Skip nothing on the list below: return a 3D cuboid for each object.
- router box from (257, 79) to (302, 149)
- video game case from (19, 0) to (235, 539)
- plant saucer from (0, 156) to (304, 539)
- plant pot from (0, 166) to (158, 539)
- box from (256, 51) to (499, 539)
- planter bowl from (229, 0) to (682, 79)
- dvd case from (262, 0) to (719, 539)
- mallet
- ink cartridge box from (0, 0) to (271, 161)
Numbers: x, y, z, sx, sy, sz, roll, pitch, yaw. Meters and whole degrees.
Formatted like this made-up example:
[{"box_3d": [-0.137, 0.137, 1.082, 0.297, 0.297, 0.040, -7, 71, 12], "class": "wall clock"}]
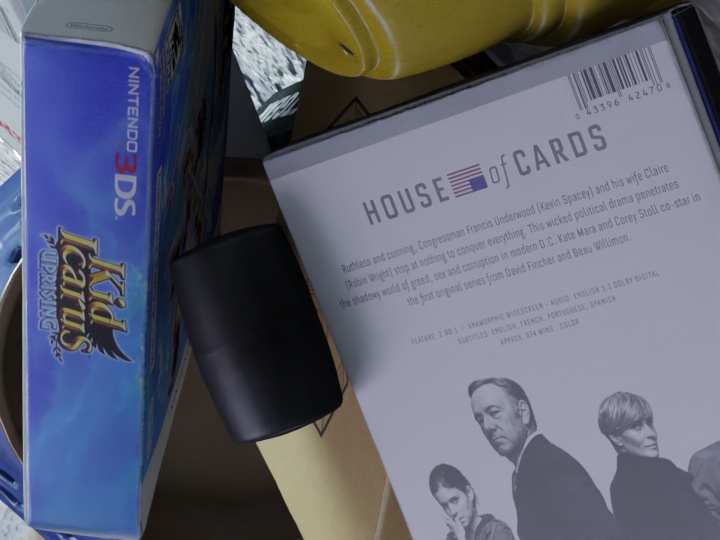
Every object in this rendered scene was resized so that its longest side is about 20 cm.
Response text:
[{"box_3d": [0.016, -0.024, 1.012, 0.149, 0.051, 0.200, 45, 169, -10], "class": "router box"}, {"box_3d": [-0.076, -0.041, 0.754, 0.045, 0.181, 0.200, 7, 128, 1], "class": "video game case"}, {"box_3d": [-0.058, 0.037, 0.936, 0.200, 0.200, 0.029, 47, -163, -25], "class": "plant saucer"}, {"box_3d": [-0.101, 0.045, 1.074, 0.200, 0.200, 0.180, 48, 168, -21], "class": "plant pot"}, {"box_3d": [0.000, 0.000, 0.771, 0.021, 0.200, 0.164, 2, -156, -19], "class": "box"}, {"box_3d": [-0.007, -0.116, 0.632, 0.200, 0.083, 0.200, 40, 169, 9], "class": "planter bowl"}, {"box_3d": [0.067, 0.036, 0.652, 0.150, 0.025, 0.200, -17, 98, 35], "class": "dvd case"}, {"box_3d": [-0.044, 0.009, 0.757, 0.200, 0.041, 0.066, -137, 27, -79], "class": "mallet"}, {"box_3d": [-0.130, -0.122, 0.929, 0.145, 0.084, 0.200, 41, 160, 40], "class": "ink cartridge box"}]
